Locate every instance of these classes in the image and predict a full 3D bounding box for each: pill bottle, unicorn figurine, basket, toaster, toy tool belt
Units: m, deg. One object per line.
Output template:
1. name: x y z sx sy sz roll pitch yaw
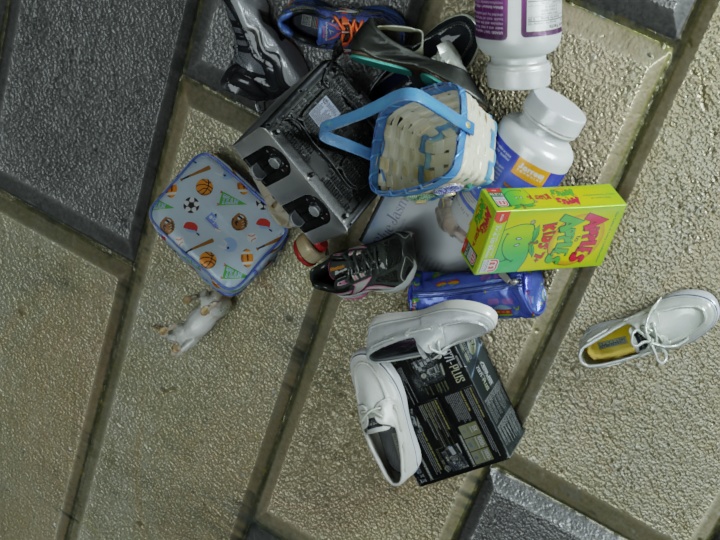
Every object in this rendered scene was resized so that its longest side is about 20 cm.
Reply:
1. pill bottle: 0.211 -0.136 1.477 0.111 0.112 0.202 35 119 9
2. unicorn figurine: -0.266 0.083 1.773 0.198 0.137 0.075 -29 86 15
3. basket: 0.070 -0.165 1.407 0.175 0.198 0.142 -13 62 47
4. toaster: -0.051 -0.165 1.502 0.181 0.201 0.118 49 145 -16
5. pill bottle: 0.199 -0.335 1.412 0.110 0.112 0.204 6 110 22
6. toy tool belt: -0.075 -0.121 1.601 0.122 0.124 0.203 -31 81 29

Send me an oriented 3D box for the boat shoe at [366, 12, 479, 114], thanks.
1. boat shoe: 0.083 -0.272 1.515 0.199 0.062 0.075 -34 91 28

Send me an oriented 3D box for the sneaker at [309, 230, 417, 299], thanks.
1. sneaker: 0.000 0.000 1.592 0.199 0.085 0.082 -30 65 47

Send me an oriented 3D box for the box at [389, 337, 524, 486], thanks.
1. box: 0.122 0.192 1.647 0.162 0.086 0.202 -24 97 30

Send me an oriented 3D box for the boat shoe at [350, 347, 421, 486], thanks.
1. boat shoe: 0.028 0.212 1.610 0.071 0.066 0.204 -10 104 27

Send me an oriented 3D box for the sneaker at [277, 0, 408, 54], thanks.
1. sneaker: -0.028 -0.326 1.535 0.196 0.078 0.077 10 113 21

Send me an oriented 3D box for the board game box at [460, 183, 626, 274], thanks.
1. board game box: 0.237 -0.054 1.448 0.048 0.196 0.103 -119 34 -44

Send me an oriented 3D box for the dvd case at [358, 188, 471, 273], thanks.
1. dvd case: 0.108 -0.047 1.608 0.198 0.018 0.144 34 119 10

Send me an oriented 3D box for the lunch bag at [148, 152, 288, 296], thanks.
1. lunch bag: -0.206 -0.070 1.681 0.199 0.076 0.161 41 79 3

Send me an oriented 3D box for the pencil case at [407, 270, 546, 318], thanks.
1. pencil case: 0.159 0.031 1.552 0.197 0.087 0.080 -6 72 27

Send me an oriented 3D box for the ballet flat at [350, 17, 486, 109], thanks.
1. ballet flat: 0.082 -0.273 1.454 0.197 0.068 0.069 24 91 2

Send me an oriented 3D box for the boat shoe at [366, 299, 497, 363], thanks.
1. boat shoe: 0.092 0.090 1.529 0.197 0.069 0.072 -6 141 26

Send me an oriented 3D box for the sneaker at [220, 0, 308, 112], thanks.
1. sneaker: -0.169 -0.323 1.600 0.113 0.075 0.201 -33 95 27

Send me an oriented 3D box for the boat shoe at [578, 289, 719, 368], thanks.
1. boat shoe: 0.379 0.086 1.495 0.199 0.086 0.076 -19 100 29
